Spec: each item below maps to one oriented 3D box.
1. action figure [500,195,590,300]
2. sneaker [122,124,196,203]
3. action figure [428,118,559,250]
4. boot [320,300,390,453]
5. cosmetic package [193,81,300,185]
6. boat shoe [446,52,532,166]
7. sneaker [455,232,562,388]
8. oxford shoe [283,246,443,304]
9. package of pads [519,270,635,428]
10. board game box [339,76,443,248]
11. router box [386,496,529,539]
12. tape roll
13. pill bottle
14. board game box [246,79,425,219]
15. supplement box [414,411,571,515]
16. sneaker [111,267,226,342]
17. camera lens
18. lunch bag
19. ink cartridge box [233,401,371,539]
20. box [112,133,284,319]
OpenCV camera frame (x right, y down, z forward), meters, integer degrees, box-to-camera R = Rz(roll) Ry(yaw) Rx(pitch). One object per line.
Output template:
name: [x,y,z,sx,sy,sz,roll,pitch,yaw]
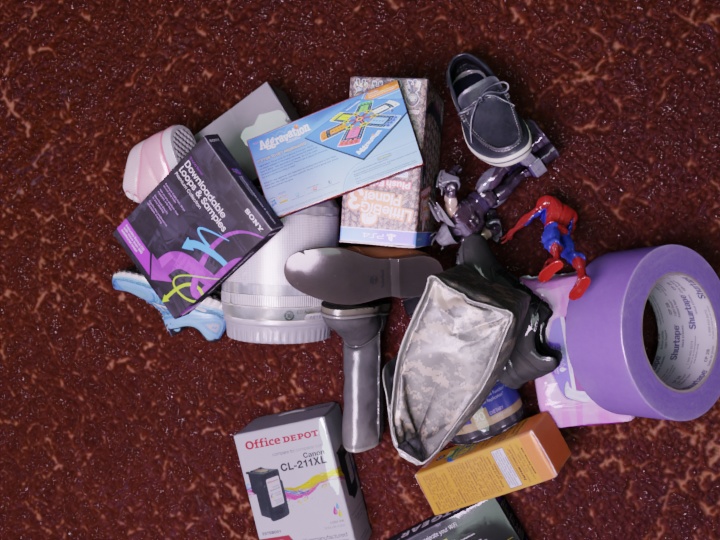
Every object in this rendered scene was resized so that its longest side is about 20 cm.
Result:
action figure: [0.228,-0.024,0.867,0.065,0.201,0.099,31,125,-9]
sneaker: [-0.255,-0.087,0.946,0.104,0.075,0.202,-10,100,25]
action figure: [0.166,-0.100,0.905,0.200,0.130,0.069,-44,41,7]
boot: [-0.008,0.140,0.931,0.072,0.181,0.202,10,91,26]
cosmetic package: [-0.171,-0.165,0.996,0.199,0.090,0.107,-30,87,10]
boat shoe: [0.154,-0.204,0.871,0.074,0.062,0.201,-25,48,10]
sneaker: [0.188,0.042,0.867,0.090,0.076,0.201,-25,88,40]
oxford shoe: [0.000,0.000,0.886,0.198,0.071,0.072,3,108,-12]
package of pads: [0.281,0.097,0.904,0.119,0.076,0.202,-10,91,17]
board game box: [0.045,-0.134,0.906,0.096,0.159,0.202,5,95,13]
router box: [0.140,0.413,0.968,0.199,0.051,0.150,-32,84,13]
tape roll: [0.344,0.073,0.826,0.198,0.085,0.202,3,83,-28]
pill bottle: [0.131,0.117,0.924,0.111,0.112,0.202,-23,88,14]
board game box: [-0.031,-0.141,0.832,0.198,0.019,0.104,-18,90,15]
supplement box: [0.169,0.255,0.912,0.199,0.066,0.069,-35,84,35]
sneaker: [-0.288,0.053,1.041,0.198,0.078,0.091,20,101,12]
camera lens: [-0.109,-0.011,0.949,0.158,0.160,0.202,2,94,13]
lunch bag: [0.100,0.105,0.786,0.117,0.164,0.202,24,103,17]
ink cartridge box: [-0.083,0.308,1.001,0.144,0.083,0.202,-15,90,15]
box: [-0.207,-0.052,0.874,0.200,0.036,0.143,-39,86,24]
